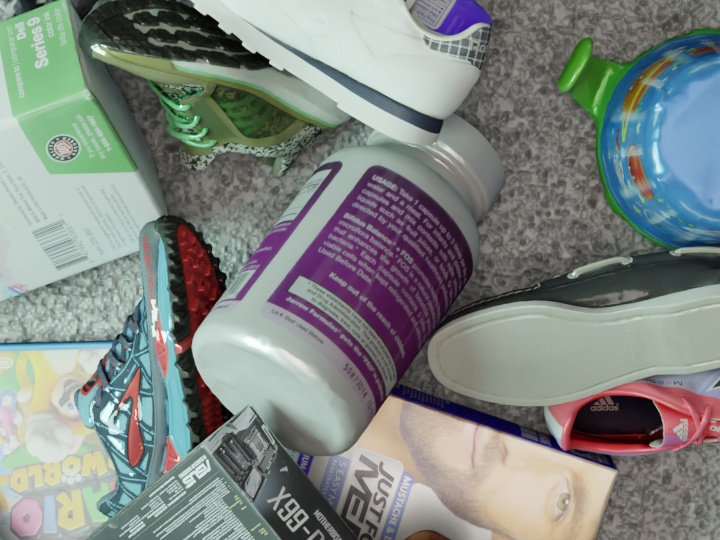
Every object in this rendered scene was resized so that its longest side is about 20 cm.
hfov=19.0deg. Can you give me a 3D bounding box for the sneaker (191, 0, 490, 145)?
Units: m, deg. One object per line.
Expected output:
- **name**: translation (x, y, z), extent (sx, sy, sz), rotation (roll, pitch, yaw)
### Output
- **sneaker**: translation (-0.024, -0.150, 1.209), extent (0.200, 0.076, 0.081), rotation (30, 105, 0)

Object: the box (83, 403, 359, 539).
- **box**: translation (-0.081, 0.191, 1.229), extent (0.158, 0.050, 0.200), rotation (50, 130, 1)

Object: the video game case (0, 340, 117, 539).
- **video game case**: translation (-0.173, 0.144, 1.331), extent (0.142, 0.018, 0.201), rotation (-1, 93, 2)

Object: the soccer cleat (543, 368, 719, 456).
- **soccer cleat**: translation (0.209, 0.083, 1.278), extent (0.199, 0.077, 0.067), rotation (-1, 112, 5)

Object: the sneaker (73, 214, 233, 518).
- **sneaker**: translation (-0.129, 0.066, 1.269), extent (0.095, 0.079, 0.201), rotation (3, 104, 17)

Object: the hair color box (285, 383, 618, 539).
- **hair color box**: translation (0.044, 0.135, 1.300), extent (0.199, 0.065, 0.110), rotation (18, 93, 0)

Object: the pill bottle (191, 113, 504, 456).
- **pill bottle**: translation (0.000, 0.000, 1.241), extent (0.112, 0.112, 0.200), rotation (36, 63, 0)

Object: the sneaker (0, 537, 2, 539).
- **sneaker**: translation (-0.234, 0.187, 1.280), extent (0.070, 0.080, 0.200), rotation (-44, 94, -1)

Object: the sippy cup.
- **sippy cup**: translation (0.208, -0.074, 1.249), extent (0.177, 0.130, 0.140), rotation (-7, 93, 2)

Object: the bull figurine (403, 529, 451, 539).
- **bull figurine**: translation (0.020, 0.220, 1.261), extent (0.121, 0.200, 0.065), rotation (27, 49, -15)

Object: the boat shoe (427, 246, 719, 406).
- **boat shoe**: translation (0.137, 0.027, 1.254), extent (0.199, 0.060, 0.074), rotation (-11, 126, 7)

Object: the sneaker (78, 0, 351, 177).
- **sneaker**: translation (-0.087, -0.095, 1.249), extent (0.077, 0.200, 0.089), rotation (48, 114, 41)

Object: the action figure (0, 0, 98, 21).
- **action figure**: translation (-0.192, -0.212, 1.276), extent (0.200, 0.102, 0.119), rotation (31, 89, -1)

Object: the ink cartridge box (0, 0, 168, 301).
- **ink cartridge box**: translation (-0.230, -0.054, 1.253), extent (0.199, 0.145, 0.088), rotation (-22, 53, 3)

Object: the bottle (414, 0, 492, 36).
- **bottle**: translation (-0.021, -0.170, 1.277), extent (0.200, 0.084, 0.065), rotation (31, 71, 4)
